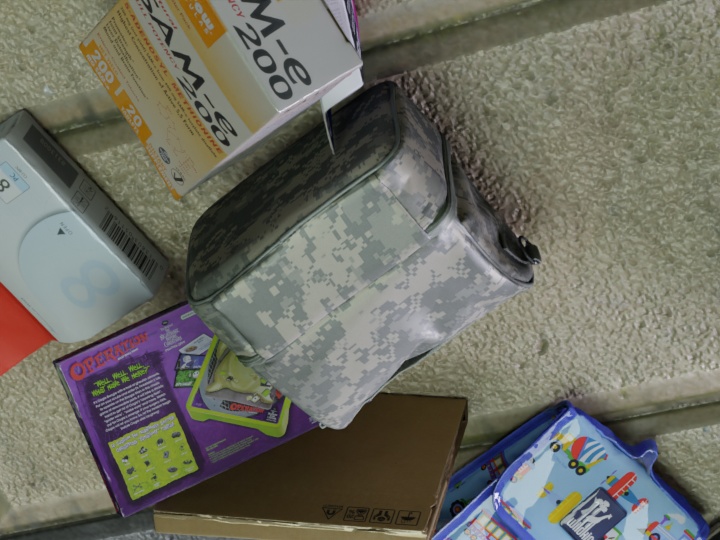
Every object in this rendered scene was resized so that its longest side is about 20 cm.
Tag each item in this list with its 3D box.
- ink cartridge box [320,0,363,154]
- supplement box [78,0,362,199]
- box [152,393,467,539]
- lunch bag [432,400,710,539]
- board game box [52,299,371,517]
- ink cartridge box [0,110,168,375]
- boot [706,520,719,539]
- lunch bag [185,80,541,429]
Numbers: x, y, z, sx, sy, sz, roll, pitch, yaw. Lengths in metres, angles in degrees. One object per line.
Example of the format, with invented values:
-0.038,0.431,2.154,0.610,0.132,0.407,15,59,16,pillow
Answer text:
-0.026,-0.184,1.513,0.037,0.095,0.201,-9,122,3,ink cartridge box
-0.094,-0.138,1.507,0.126,0.073,0.200,57,153,0,supplement box
-0.033,0.139,1.704,0.199,0.164,0.021,3,122,14,box
0.148,0.190,1.751,0.150,0.094,0.200,42,112,-14,lunch bag
-0.103,0.078,1.669,0.199,0.032,0.121,-24,101,-15,board game box
-0.264,-0.005,1.740,0.200,0.047,0.160,-32,111,29,ink cartridge box
0.316,0.231,1.678,0.199,0.151,0.073,-17,119,25,boot
0.000,0.000,1.592,0.200,0.140,0.168,-36,113,17,lunch bag
